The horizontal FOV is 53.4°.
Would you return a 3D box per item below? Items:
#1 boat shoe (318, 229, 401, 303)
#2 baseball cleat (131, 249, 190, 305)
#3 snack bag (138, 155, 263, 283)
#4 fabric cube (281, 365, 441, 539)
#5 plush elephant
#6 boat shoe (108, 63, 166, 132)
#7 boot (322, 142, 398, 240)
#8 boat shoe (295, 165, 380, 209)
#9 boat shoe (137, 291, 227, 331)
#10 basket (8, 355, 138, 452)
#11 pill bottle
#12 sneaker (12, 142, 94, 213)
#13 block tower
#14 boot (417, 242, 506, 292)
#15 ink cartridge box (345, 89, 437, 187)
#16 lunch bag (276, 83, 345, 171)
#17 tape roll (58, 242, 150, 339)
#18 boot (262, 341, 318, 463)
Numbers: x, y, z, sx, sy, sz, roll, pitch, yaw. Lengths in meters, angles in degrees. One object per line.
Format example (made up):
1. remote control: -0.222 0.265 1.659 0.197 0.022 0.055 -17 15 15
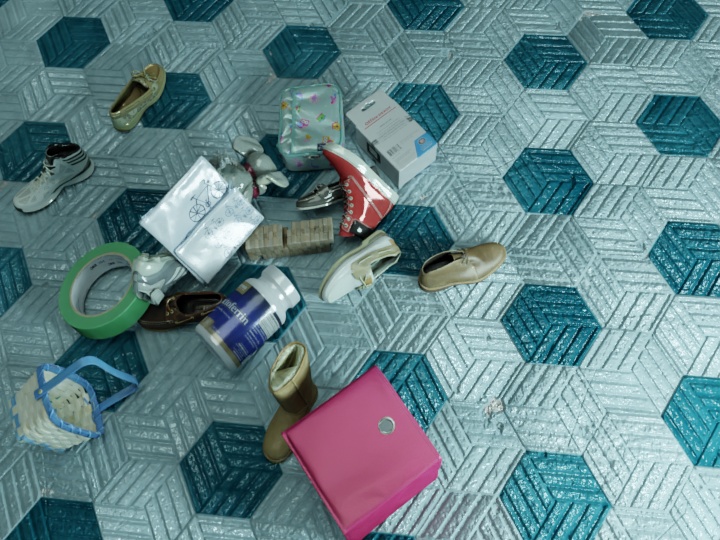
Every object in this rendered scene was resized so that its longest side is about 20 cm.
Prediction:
1. boat shoe: 0.000 0.000 1.466 0.068 0.075 0.200 38 71 26
2. baseball cleat: -0.398 0.012 1.451 0.068 0.199 0.109 14 99 24
3. snack bag: -0.312 -0.101 1.426 0.189 0.201 0.021 -48 38 -10
4. fabric cube: 0.004 0.323 1.238 0.197 0.201 0.198 -33 67 -12
5. plush elephant: -0.248 -0.196 1.535 0.152 0.201 0.167 -16 62 -30
6. boat shoe: -0.532 -0.425 1.712 0.072 0.063 0.204 17 66 12
7. boot: -0.029 -0.157 1.492 0.199 0.072 0.145 40 86 -23
8. boat shoe: -0.050 -0.180 1.554 0.195 0.067 0.058 -15 107 -10
9. boat shoe: -0.364 0.075 1.455 0.194 0.071 0.072 -10 67 0
10. basket: -0.534 0.238 1.327 0.197 0.177 0.141 -28 61 2
11. pill bottle: -0.219 0.090 1.413 0.115 0.116 0.200 40 71 20
12. sneaker: -0.702 -0.220 1.593 0.199 0.116 0.076 -38 67 -14
13. block tower: -0.153 -0.066 1.519 0.194 0.058 0.055 -7 63 2
14. boot: 0.212 -0.016 1.461 0.196 0.076 0.075 -21 62 -8
15. ink cartridge box: 0.067 -0.300 1.612 0.115 0.067 0.201 -36 68 -13
16. lunch bag: -0.114 -0.325 1.630 0.156 0.078 0.205 -3 64 2
17. tape roll: -0.521 0.039 1.470 0.195 0.048 0.205 -9 57 13
18. boot: -0.139 0.240 1.287 0.065 0.201 0.178 19 66 13
